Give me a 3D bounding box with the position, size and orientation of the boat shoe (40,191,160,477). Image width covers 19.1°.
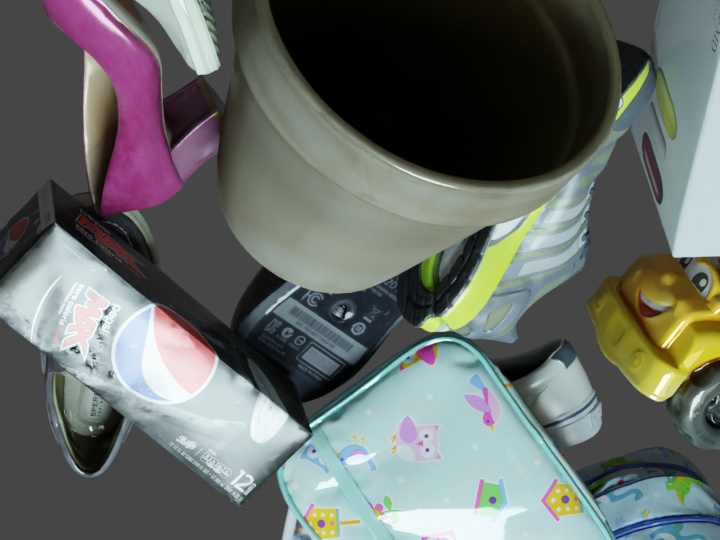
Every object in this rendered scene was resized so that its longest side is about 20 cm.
[{"bbox_3d":[-0.156,0.042,1.269,0.072,0.065,0.200,2,133,-8],"label":"boat shoe"}]

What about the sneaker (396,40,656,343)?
[{"bbox_3d":[0.103,-0.043,1.214,0.081,0.074,0.200,25,109,-41],"label":"sneaker"}]

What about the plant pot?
[{"bbox_3d":[0.007,-0.081,1.105,0.199,0.201,0.174,11,146,-21],"label":"plant pot"}]

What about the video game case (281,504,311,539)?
[{"bbox_3d":[0.034,0.205,1.403,0.181,0.023,0.200,16,145,2],"label":"video game case"}]

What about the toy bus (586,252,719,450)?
[{"bbox_3d":[0.267,0.016,1.290,0.200,0.136,0.192,20,115,-24],"label":"toy bus"}]

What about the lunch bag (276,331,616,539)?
[{"bbox_3d":[0.052,0.150,1.278,0.160,0.200,0.077,-34,175,-1],"label":"lunch bag"}]

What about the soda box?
[{"bbox_3d":[-0.120,0.042,1.200,0.063,0.071,0.200,-45,114,10],"label":"soda box"}]

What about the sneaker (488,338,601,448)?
[{"bbox_3d":[0.052,0.089,1.366,0.199,0.073,0.071,-16,106,10],"label":"sneaker"}]

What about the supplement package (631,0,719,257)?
[{"bbox_3d":[0.246,-0.117,1.155,0.155,0.111,0.200,-2,135,-9],"label":"supplement package"}]

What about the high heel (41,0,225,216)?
[{"bbox_3d":[-0.145,-0.098,1.125,0.096,0.068,0.200,-33,136,7],"label":"high heel"}]

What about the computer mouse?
[{"bbox_3d":[0.000,0.000,1.273,0.200,0.053,0.138,-41,127,12],"label":"computer mouse"}]

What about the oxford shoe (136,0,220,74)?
[{"bbox_3d":[-0.124,-0.177,1.050,0.058,0.075,0.200,-25,127,5],"label":"oxford shoe"}]

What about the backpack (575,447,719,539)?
[{"bbox_3d":[0.202,0.215,1.472,0.163,0.154,0.200,-15,157,10],"label":"backpack"}]
